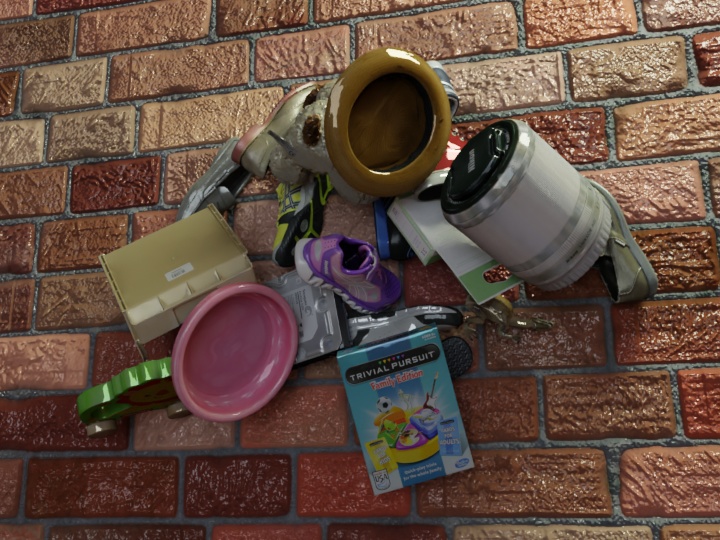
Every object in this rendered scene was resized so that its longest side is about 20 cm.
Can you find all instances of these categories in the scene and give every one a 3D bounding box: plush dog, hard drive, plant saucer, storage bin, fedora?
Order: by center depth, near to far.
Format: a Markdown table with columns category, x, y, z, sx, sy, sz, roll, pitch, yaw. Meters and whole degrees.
| category | x | y | z | sx | sy | sz | roll | pitch | yaw |
| --- | --- | --- | --- | --- | --- | --- | --- | --- | --- |
| fedora | 0.028 | -0.200 | 1.092 | 0.196 | 0.081 | 0.207 | -2 | 96 | -24 |
| plant saucer | -0.180 | 0.110 | 1.121 | 0.050 | 0.200 | 0.203 | 26 | 82 | 46 |
| plush dog | -0.036 | -0.219 | 1.190 | 0.196 | 0.162 | 0.174 | 16 | 57 | 19 |
| storage bin | -0.266 | 0.016 | 1.193 | 0.197 | 0.095 | 0.199 | -26 | 39 | -16 |
| hard drive | -0.110 | 0.079 | 1.216 | 0.196 | 0.038 | 0.143 | -20 | 72 | 27 |

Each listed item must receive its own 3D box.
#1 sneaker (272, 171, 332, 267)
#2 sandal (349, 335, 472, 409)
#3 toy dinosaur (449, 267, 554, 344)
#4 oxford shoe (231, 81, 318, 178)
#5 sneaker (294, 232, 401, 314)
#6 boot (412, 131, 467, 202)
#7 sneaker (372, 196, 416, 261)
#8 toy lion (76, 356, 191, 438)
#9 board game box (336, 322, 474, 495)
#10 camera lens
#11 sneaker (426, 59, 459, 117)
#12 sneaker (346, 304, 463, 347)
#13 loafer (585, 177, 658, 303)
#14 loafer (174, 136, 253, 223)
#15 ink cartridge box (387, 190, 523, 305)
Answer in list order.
| category | x | y | z | sx | sy | sz | roll | pitch | yaw |
| --- | --- | --- | --- | --- | --- | --- | --- | --- | --- |
| sneaker | -0.101 | -0.099 | 1.278 | 0.075 | 0.076 | 0.204 | 12 | 71 | 27 |
| sandal | 0.075 | 0.163 | 1.177 | 0.197 | 0.045 | 0.076 | -28 | 93 | -6 |
| toy dinosaur | 0.179 | 0.051 | 1.157 | 0.198 | 0.101 | 0.059 | 35 | 126 | 12 |
| oxford shoe | -0.121 | -0.226 | 1.300 | 0.074 | 0.071 | 0.201 | 38 | 70 | 7 |
| sneaker | 0.000 | 0.000 | 1.155 | 0.087 | 0.198 | 0.082 | -26 | 54 | 36 |
| boot | 0.150 | -0.186 | 1.182 | 0.195 | 0.073 | 0.148 | -6 | 68 | -23 |
| sneaker | 0.057 | -0.113 | 1.242 | 0.076 | 0.070 | 0.206 | -5 | 75 | -1 |
| toy lion | -0.320 | 0.178 | 1.177 | 0.195 | 0.192 | 0.070 | -13 | 70 | -14 |
| board game box | 0.063 | 0.195 | 1.125 | 0.147 | 0.047 | 0.205 | -16 | 94 | 2 |
| camera lens | 0.217 | -0.088 | 1.067 | 0.198 | 0.159 | 0.162 | 35 | 85 | -22 |
| sneaker | 0.062 | -0.244 | 1.254 | 0.197 | 0.070 | 0.110 | -30 | 53 | 2 |
| sneaker | 0.060 | 0.099 | 1.187 | 0.195 | 0.073 | 0.082 | -13 | 77 | 19 |
| loafer | 0.345 | -0.042 | 1.138 | 0.068 | 0.076 | 0.203 | -25 | 71 | -10 |
| loafer | -0.233 | -0.126 | 1.311 | 0.069 | 0.070 | 0.203 | 29 | 84 | 27 |
| ink cartridge box | 0.151 | -0.042 | 1.166 | 0.143 | 0.048 | 0.202 | -22 | 69 | -34 |
